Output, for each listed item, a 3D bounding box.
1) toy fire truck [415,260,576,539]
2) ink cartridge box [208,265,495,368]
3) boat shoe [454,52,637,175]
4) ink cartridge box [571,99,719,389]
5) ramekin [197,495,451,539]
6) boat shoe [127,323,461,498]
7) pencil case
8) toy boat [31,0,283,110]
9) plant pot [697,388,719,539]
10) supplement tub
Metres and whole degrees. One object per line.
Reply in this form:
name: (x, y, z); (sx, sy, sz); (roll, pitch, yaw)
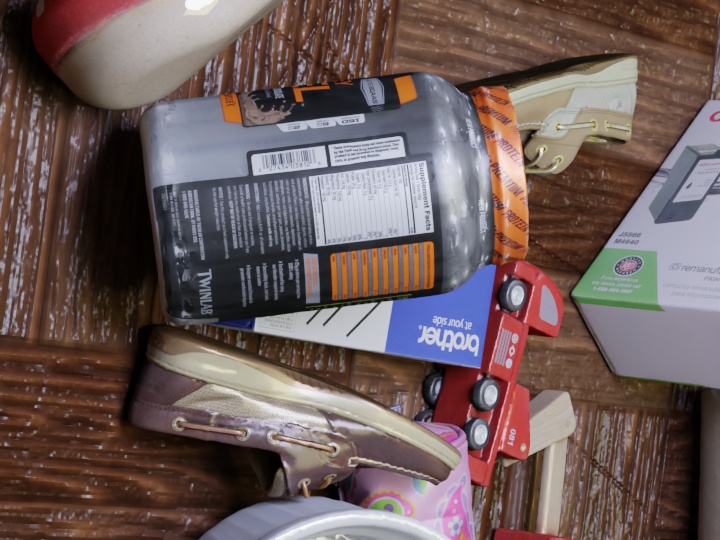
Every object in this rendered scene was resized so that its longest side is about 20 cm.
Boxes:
toy fire truck: (0.099, 0.101, 1.691); (0.141, 0.049, 0.201); (27, 74, -46)
ink cartridge box: (0.000, 0.000, 1.573); (0.200, 0.044, 0.094); (11, 87, -47)
boat shoe: (0.113, -0.092, 1.665); (0.200, 0.074, 0.067); (-16, 101, -45)
ink cartridge box: (0.258, -0.020, 1.778); (0.200, 0.145, 0.084); (-53, 128, -29)
ramekin: (-0.026, 0.223, 1.494); (0.200, 0.098, 0.201); (-4, 99, -22)
boat shoe: (-0.039, 0.094, 1.503); (0.199, 0.072, 0.072); (21, 91, -25)
pencil case: (0.031, 0.188, 1.607); (0.087, 0.087, 0.201); (-18, 107, -45)
toy boat: (-0.102, -0.180, 1.408); (0.131, 0.130, 0.200); (49, 54, -3)
plant pot: (0.312, 0.166, 1.845); (0.200, 0.200, 0.184); (-2, 86, -47)
supplement tub: (-0.015, -0.041, 1.430); (0.199, 0.123, 0.123); (-7, 103, -5)
